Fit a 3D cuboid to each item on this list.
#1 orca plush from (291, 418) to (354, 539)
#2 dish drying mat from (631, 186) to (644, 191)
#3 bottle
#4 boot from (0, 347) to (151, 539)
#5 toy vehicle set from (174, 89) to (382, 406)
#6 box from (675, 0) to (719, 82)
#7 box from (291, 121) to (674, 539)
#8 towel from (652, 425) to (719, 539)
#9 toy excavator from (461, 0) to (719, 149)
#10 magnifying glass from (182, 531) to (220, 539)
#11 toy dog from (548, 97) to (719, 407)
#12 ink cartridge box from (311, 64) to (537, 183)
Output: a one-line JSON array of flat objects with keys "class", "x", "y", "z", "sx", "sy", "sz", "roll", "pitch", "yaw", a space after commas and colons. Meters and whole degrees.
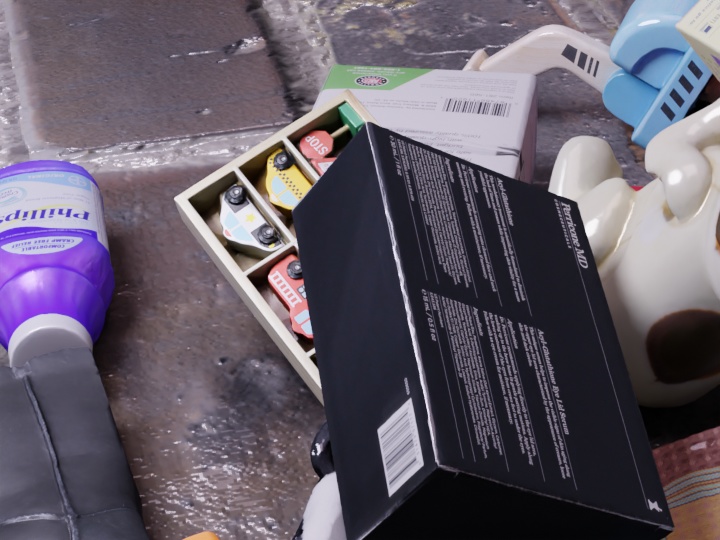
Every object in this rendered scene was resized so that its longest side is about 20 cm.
[{"class": "orca plush", "x": 0.002, "y": 0.115, "z": 0.847, "sx": 0.071, "sy": 0.105, "sz": 0.201, "roll": -37, "pitch": 19, "yaw": 33}, {"class": "dish drying mat", "x": 0.227, "y": -0.031, "z": 1.137, "sx": 0.198, "sy": 0.018, "sz": 0.077, "roll": 3, "pitch": 31, "yaw": 10}, {"class": "bottle", "x": -0.192, "y": 0.002, "z": 1.057, "sx": 0.083, "sy": 0.066, "sz": 0.200, "roll": -6, "pitch": 31, "yaw": -9}, {"class": "boot", "x": -0.190, "y": 0.115, "z": 0.863, "sx": 0.163, "sy": 0.066, "sz": 0.200, "roll": -3, "pitch": 33, "yaw": -19}, {"class": "toy vehicle set", "x": 0.000, "y": 0.000, "z": 0.979, "sx": 0.124, "sy": 0.027, "sz": 0.200, "roll": -34, "pitch": 63, "yaw": -12}, {"class": "box", "x": 0.310, "y": -0.092, "z": 1.018, "sx": 0.097, "sy": 0.176, "sz": 0.200, "roll": -45, "pitch": 33, "yaw": 4}, {"class": "box", "x": 0.054, "y": 0.043, "z": 0.835, "sx": 0.140, "sy": 0.079, "sz": 0.201, "roll": 16, "pitch": 44, "yaw": -30}, {"class": "towel", "x": 0.198, "y": 0.132, "z": 0.817, "sx": 0.146, "sy": 0.022, "sz": 0.201, "roll": -20, "pitch": 31, "yaw": 7}, {"class": "toy excavator", "x": 0.191, "y": -0.147, "z": 1.238, "sx": 0.199, "sy": 0.195, "sz": 0.100, "roll": 33, "pitch": 37, "yaw": 3}, {"class": "magnifying glass", "x": -0.035, "y": 0.182, "z": 0.788, "sx": 0.079, "sy": 0.023, "sz": 0.200, "roll": -16, "pitch": 33, "yaw": -23}, {"class": "toy dog", "x": 0.188, "y": -0.006, "z": 0.906, "sx": 0.200, "sy": 0.139, "sz": 0.195, "roll": -21, "pitch": 33, "yaw": 59}, {"class": "ink cartridge box", "x": 0.033, "y": -0.053, "z": 1.118, "sx": 0.145, "sy": 0.085, "sz": 0.200, "roll": 4, "pitch": 32, "yaw": 10}]
